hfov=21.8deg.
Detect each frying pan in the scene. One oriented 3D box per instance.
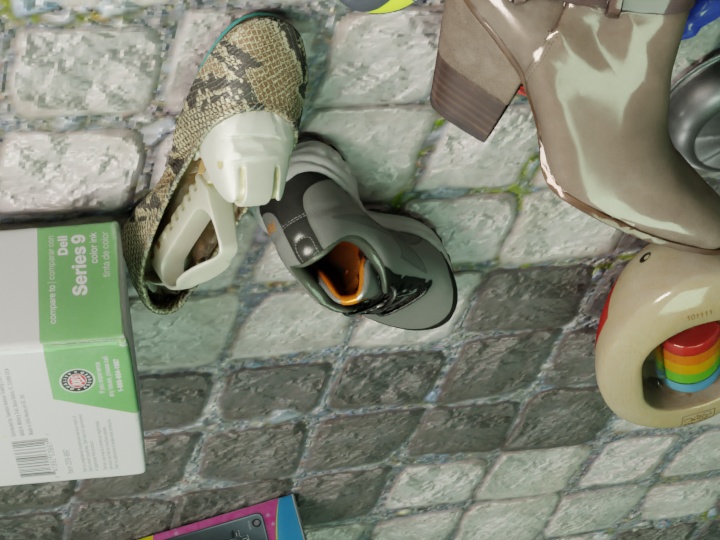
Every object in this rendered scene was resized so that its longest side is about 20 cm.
[{"bbox_3d":[0.267,-0.098,1.129,0.189,0.031,0.115,-5,147,-15],"label":"frying pan"}]

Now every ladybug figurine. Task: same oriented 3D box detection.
[{"bbox_3d":[0.218,0.039,1.266,0.135,0.072,0.200,-16,147,-4],"label":"ladybug figurine"}]

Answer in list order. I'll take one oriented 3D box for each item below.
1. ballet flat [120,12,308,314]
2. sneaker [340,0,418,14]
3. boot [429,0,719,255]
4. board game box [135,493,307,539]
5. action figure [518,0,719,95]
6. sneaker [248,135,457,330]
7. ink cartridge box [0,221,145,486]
[{"bbox_3d":[-0.074,-0.044,0.996,0.067,0.076,0.200,6,141,-27],"label":"ballet flat"},{"bbox_3d":[0.013,-0.199,0.824,0.080,0.074,0.201,2,136,-18],"label":"sneaker"},{"bbox_3d":[0.132,-0.108,0.938,0.199,0.070,0.147,26,121,-7],"label":"boot"},{"bbox_3d":[-0.124,0.264,1.372,0.199,0.148,0.064,-15,146,-4],"label":"board game box"},{"bbox_3d":[0.143,-0.127,1.006,0.199,0.052,0.065,-19,151,6],"label":"action figure"},{"bbox_3d":[0.000,0.000,1.098,0.074,0.080,0.200,-31,147,17],"label":"sneaker"},{"bbox_3d":[-0.225,0.053,1.040,0.198,0.088,0.146,-6,146,-6],"label":"ink cartridge box"}]
